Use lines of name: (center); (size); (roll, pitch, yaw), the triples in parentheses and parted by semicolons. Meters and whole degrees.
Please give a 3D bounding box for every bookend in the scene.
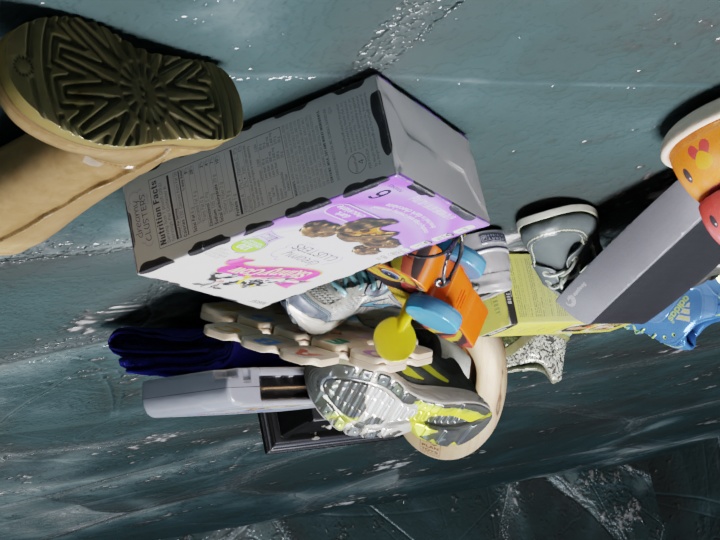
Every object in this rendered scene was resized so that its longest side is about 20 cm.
bookend: (0.008, 0.139, 1.563); (0.196, 0.094, 0.199); (-2, 160, -34)

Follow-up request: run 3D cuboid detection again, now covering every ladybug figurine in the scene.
ladybug figurine: (0.095, 0.109, 1.416); (0.134, 0.203, 0.072); (18, -151, 18)

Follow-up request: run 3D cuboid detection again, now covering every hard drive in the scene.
hard drive: (0.282, -0.020, 1.201); (0.134, 0.043, 0.200); (3, 139, -46)

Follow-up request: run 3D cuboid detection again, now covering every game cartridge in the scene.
game cartridge: (-0.094, 0.111, 1.213); (0.132, 0.042, 0.198); (-17, 167, 39)

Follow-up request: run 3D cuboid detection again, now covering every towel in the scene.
towel: (-0.126, 0.082, 1.267); (0.146, 0.050, 0.199); (-1, 175, 29)

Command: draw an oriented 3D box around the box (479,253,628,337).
box: (0.198, 0.024, 1.347); (0.198, 0.076, 0.050); (-1, 164, -39)

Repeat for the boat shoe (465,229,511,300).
boat shoe: (0.074, 0.025, 1.258); (0.073, 0.066, 0.200); (-5, 163, -28)

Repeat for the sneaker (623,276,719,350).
sneaker: (0.307, 0.045, 1.440); (0.198, 0.107, 0.075); (-22, 162, 30)

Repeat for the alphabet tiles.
alphabet tiles: (-0.039, 0.055, 1.169); (0.198, 0.015, 0.195); (15, -170, 29)

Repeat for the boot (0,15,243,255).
boot: (-0.187, -0.062, 0.749); (0.198, 0.067, 0.174); (-21, 162, 33)

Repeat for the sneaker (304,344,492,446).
sneaker: (0.027, 0.105, 1.214); (0.198, 0.085, 0.075); (20, 119, -33)

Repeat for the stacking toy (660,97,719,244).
stacking toy: (0.319, -0.031, 1.000); (0.144, 0.203, 0.146); (-12, 165, -3)

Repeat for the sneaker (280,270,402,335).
sneaker: (0.000, 0.000, 1.135); (0.086, 0.078, 0.199); (-36, 162, 29)

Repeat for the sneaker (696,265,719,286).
sneaker: (0.347, -0.024, 1.315); (0.198, 0.068, 0.090); (-18, 167, 32)

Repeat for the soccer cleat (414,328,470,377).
soccer cleat: (0.024, 0.094, 1.360); (0.198, 0.071, 0.086); (2, 165, 43)

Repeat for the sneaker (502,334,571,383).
sneaker: (0.138, 0.088, 1.460); (0.196, 0.090, 0.077); (0, 163, 8)

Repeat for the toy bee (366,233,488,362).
toy bee: (0.045, -0.006, 1.065); (0.107, 0.132, 0.202); (22, 143, 18)

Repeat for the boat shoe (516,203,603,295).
boat shoe: (0.194, -0.012, 1.230); (0.072, 0.063, 0.200); (-14, 164, 15)

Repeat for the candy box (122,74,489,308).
candy box: (-0.034, -0.046, 0.910); (0.198, 0.073, 0.167); (-20, 163, 22)
